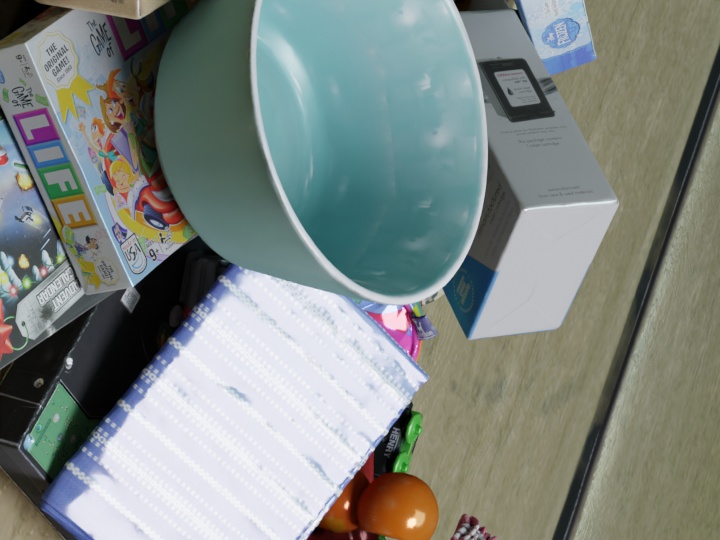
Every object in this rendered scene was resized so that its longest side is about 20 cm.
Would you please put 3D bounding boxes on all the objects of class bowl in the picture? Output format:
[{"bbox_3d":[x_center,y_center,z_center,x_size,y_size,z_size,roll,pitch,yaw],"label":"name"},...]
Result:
[{"bbox_3d":[-0.031,-0.077,1.149,0.200,0.104,0.202,14,72,-52],"label":"bowl"}]

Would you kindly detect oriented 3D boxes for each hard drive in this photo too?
[{"bbox_3d":[-0.132,0.048,1.276,0.201,0.038,0.140,-64,148,-25],"label":"hard drive"}]

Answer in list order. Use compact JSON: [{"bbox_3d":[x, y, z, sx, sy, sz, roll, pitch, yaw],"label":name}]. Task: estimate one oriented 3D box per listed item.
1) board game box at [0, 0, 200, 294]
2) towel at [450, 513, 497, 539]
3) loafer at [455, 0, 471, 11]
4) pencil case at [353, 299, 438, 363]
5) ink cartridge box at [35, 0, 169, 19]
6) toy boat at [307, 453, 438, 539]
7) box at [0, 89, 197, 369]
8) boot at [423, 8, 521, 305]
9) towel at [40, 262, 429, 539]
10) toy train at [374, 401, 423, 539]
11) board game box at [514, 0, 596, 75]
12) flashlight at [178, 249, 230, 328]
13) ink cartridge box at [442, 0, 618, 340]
[{"bbox_3d":[-0.103,-0.094,1.173,0.200,0.034,0.135,-45,119,-48],"label":"board game box"},{"bbox_3d":[0.015,0.233,1.444,0.147,0.030,0.200,-51,171,15],"label":"towel"},{"bbox_3d":[0.051,-0.185,1.477,0.200,0.072,0.073,-43,136,-46],"label":"loafer"},{"bbox_3d":[0.000,0.000,1.365,0.200,0.088,0.089,-90,178,-66],"label":"pencil case"},{"bbox_3d":[-0.090,-0.239,1.119,0.200,0.075,0.166,-40,133,-47],"label":"ink cartridge box"},{"bbox_3d":[-0.010,0.148,1.430,0.130,0.130,0.201,-29,125,-53],"label":"toy boat"},{"bbox_3d":[-0.163,-0.047,1.146,0.200,0.040,0.138,-38,114,-49],"label":"box"},{"bbox_3d":[0.060,-0.080,1.533,0.203,0.073,0.155,-38,134,-40],"label":"boot"},{"bbox_3d":[-0.068,0.093,1.244,0.145,0.024,0.200,43,81,-27],"label":"towel"},{"bbox_3d":[0.001,0.184,1.560,0.056,0.041,0.201,55,53,-65],"label":"toy train"},{"bbox_3d":[0.092,-0.247,1.404,0.199,0.043,0.201,57,15,-73],"label":"board game box"},{"bbox_3d":[-0.079,0.091,1.280,0.068,0.067,0.202,-4,102,-55],"label":"flashlight"},{"bbox_3d":[0.070,-0.073,1.338,0.066,0.201,0.116,-7,141,-24],"label":"ink cartridge box"}]
